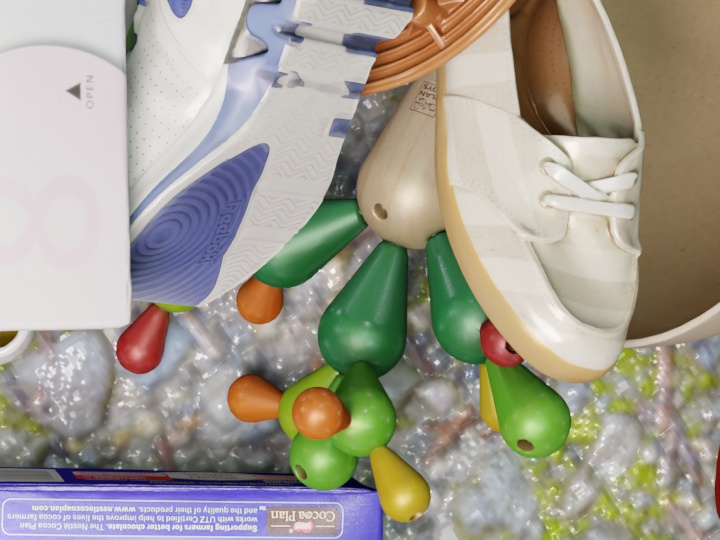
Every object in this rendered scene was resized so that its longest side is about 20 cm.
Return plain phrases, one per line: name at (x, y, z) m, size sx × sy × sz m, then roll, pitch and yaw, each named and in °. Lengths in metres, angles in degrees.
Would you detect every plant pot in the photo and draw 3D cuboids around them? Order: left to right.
plant pot at (0.142, -0.068, 1.140) m, size 0.134 × 0.200 × 0.202 m, roll 5°, pitch 92°, yaw -44°

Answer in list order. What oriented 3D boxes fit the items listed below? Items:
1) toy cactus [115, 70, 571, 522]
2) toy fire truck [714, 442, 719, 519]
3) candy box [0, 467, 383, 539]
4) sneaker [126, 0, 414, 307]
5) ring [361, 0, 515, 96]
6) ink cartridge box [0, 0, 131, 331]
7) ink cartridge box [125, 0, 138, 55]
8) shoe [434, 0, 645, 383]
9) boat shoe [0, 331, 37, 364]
toy cactus at (0.000, 0.000, 1.123) m, size 0.102 × 0.199 × 0.166 m, roll 26°, pitch 84°, yaw -46°
toy fire truck at (0.203, 0.123, 1.150) m, size 0.111 × 0.168 × 0.201 m, roll 13°, pitch 90°, yaw -9°
candy box at (-0.081, 0.180, 1.154) m, size 0.168 × 0.077 × 0.202 m, roll 2°, pitch 91°, yaw -10°
sneaker at (-0.052, -0.091, 1.081) m, size 0.080 × 0.115 × 0.200 m, roll 11°, pitch 119°, yaw -49°
ring at (0.006, -0.163, 1.108) m, size 0.019 × 0.200 × 0.202 m, roll 21°, pitch 89°, yaw -46°
ink cartridge box at (-0.171, -0.060, 0.988) m, size 0.199 × 0.057 × 0.164 m, roll 1°, pitch 87°, yaw -40°
ink cartridge box at (-0.117, -0.167, 1.113) m, size 0.117 × 0.067 × 0.202 m, roll -1°, pitch 93°, yaw -51°
shoe at (0.063, -0.059, 1.073) m, size 0.070 × 0.053 × 0.201 m, roll 1°, pitch 67°, yaw -31°
boat shoe at (-0.197, -0.039, 1.122) m, size 0.075 × 0.086 × 0.202 m, roll -41°, pitch 98°, yaw -5°
